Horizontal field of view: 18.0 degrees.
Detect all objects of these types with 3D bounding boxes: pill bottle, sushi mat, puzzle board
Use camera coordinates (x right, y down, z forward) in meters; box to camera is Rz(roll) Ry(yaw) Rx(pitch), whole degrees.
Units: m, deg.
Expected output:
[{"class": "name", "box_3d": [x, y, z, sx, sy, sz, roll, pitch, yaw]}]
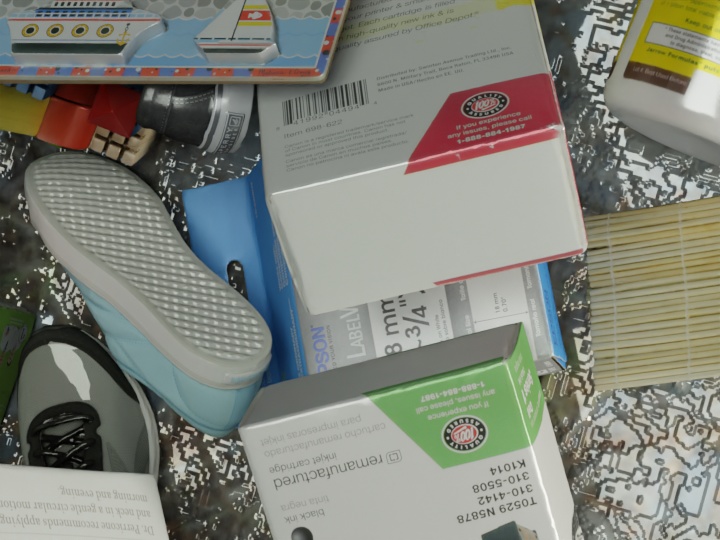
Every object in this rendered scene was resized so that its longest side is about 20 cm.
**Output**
[{"class": "pill bottle", "box_3d": [0.210, -0.157, 1.186, 0.109, 0.109, 0.200, 22, 89, 14]}, {"class": "sushi mat", "box_3d": [0.205, 0.005, 1.184, 0.200, 0.012, 0.096, -9, 82, 31]}, {"class": "puzzle board", "box_3d": [-0.095, -0.155, 1.150, 0.200, 0.017, 0.151, 2, 52, 20]}]

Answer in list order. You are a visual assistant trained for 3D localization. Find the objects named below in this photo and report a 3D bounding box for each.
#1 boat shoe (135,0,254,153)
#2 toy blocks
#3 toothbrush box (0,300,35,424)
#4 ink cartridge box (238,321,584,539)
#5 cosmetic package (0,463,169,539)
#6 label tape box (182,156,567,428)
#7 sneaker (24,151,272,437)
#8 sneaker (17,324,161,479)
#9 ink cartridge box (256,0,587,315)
[{"class": "boat shoe", "box_3d": [-0.095, -0.136, 1.191, 0.066, 0.070, 0.200, 9, 45, -15]}, {"class": "toy blocks", "box_3d": [-0.182, -0.110, 1.231, 0.200, 0.137, 0.100, 24, 104, 1]}, {"class": "toothbrush box", "box_3d": [-0.289, 0.093, 1.277, 0.145, 0.086, 0.200, 18, 89, 14]}, {"class": "ink cartridge box", "box_3d": [0.038, 0.145, 1.170, 0.146, 0.084, 0.200, -15, 100, 11]}, {"class": "cosmetic package", "box_3d": [-0.188, 0.214, 1.113, 0.165, 0.165, 0.200, -27, 67, 32]}, {"class": "label tape box", "box_3d": [0.000, 0.000, 1.237, 0.200, 0.063, 0.144, -12, 81, 10]}, {"class": "sneaker", "box_3d": [-0.128, 0.017, 1.260, 0.200, 0.074, 0.082, 48, 138, 32]}, {"class": "sneaker", "box_3d": [-0.149, 0.125, 1.247, 0.074, 0.079, 0.200, -15, 79, 12]}, {"class": "ink cartridge box", "box_3d": [0.026, -0.085, 1.149, 0.145, 0.083, 0.200, -14, 40, 7]}]
